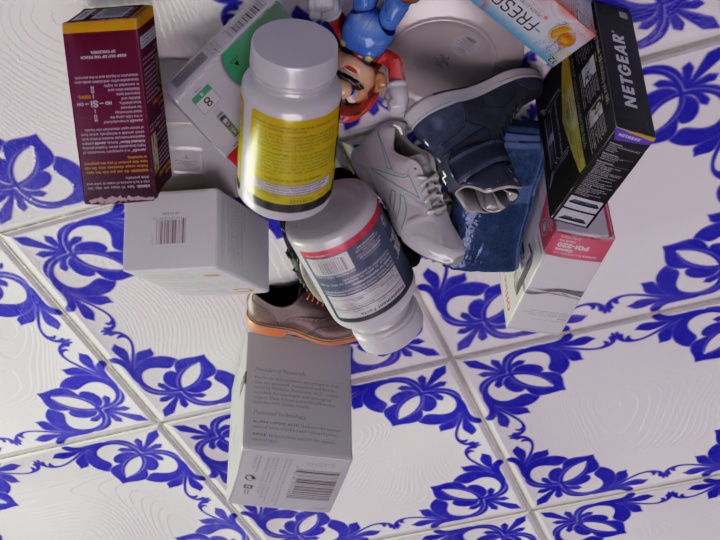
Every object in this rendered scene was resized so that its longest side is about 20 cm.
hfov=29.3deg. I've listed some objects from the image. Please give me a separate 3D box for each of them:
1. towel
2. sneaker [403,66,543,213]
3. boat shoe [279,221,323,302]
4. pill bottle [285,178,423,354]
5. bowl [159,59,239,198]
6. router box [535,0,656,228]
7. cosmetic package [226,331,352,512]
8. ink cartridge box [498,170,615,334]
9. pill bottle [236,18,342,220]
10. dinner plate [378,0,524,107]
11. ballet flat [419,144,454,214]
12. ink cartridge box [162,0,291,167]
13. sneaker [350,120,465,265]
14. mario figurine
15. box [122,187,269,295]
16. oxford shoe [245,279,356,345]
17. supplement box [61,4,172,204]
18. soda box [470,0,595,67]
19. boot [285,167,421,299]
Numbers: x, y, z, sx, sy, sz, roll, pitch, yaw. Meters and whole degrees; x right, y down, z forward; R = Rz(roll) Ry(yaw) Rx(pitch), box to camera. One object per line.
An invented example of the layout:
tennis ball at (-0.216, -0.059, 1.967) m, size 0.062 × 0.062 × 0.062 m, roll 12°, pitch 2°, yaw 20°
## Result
towel at (0.167, -0.090, 1.710) m, size 0.110 × 0.049 × 0.203 m, roll 0°, pitch 119°, yaw -28°
sneaker at (0.160, -0.147, 1.587) m, size 0.201 × 0.147 × 0.077 m, roll -23°, pitch 166°, yaw -33°
boat shoe at (-0.065, -0.053, 1.737) m, size 0.074 × 0.066 × 0.201 m, roll -30°, pitch 124°, yaw -9°
pill bottle at (0.000, 0.000, 1.682) m, size 0.118 × 0.120 × 0.201 m, roll -16°, pitch 126°, yaw 18°
bowl at (-0.210, -0.158, 1.674) m, size 0.197 × 0.075 × 0.201 m, roll 3°, pitch 140°, yaw -2°
router box at (0.261, -0.176, 1.560) m, size 0.051 × 0.202 × 0.158 m, roll 12°, pitch 140°, yaw -16°
cosmetic package at (-0.106, 0.226, 2.046) m, size 0.162 × 0.202 × 0.166 m, roll 7°, pitch 141°, yaw -11°
ink cartridge box at (0.246, -0.036, 1.776) m, size 0.083 × 0.147 × 0.201 m, roll 6°, pitch 140°, yaw -11°
pill bottle at (-0.078, -0.166, 1.523) m, size 0.112 × 0.115 × 0.202 m, roll 3°, pitch 132°, yaw -5°
dinner plate at (0.093, -0.248, 1.610) m, size 0.197 × 0.025 × 0.202 m, roll -1°, pitch 140°, yaw -1°
ballet flat at (0.123, -0.095, 1.764) m, size 0.072 × 0.074 × 0.201 m, roll -14°, pitch 133°, yaw 15°
ink cartridge box at (-0.108, -0.195, 1.587) m, size 0.161 × 0.050 × 0.200 m, roll -45°, pitch 129°, yaw -2°
sneaker at (0.067, -0.095, 1.681) m, size 0.070 × 0.201 × 0.080 m, roll -16°, pitch 155°, yaw -52°
mario figurine at (0.001, -0.243, 1.530) m, size 0.105 × 0.124 × 0.202 m, roll -11°, pitch 140°, yaw -33°
box at (-0.202, -0.032, 1.735) m, size 0.122 × 0.099 × 0.200 m, roll -2°, pitch 169°, yaw 14°
oxford shoe at (-0.064, 0.055, 1.944) m, size 0.197 × 0.072 × 0.073 m, roll 2°, pitch 136°, yaw -3°
supplement box at (-0.269, -0.186, 1.538) m, size 0.084 × 0.111 × 0.203 m, roll -3°, pitch 108°, yaw 3°
soda box at (0.169, -0.309, 1.504) m, size 0.199 × 0.064 × 0.068 m, roll 32°, pitch 131°, yaw -33°
boot at (-0.032, -0.039, 1.831) m, size 0.161 × 0.074 × 0.198 m, roll -21°, pitch 132°, yaw 35°
